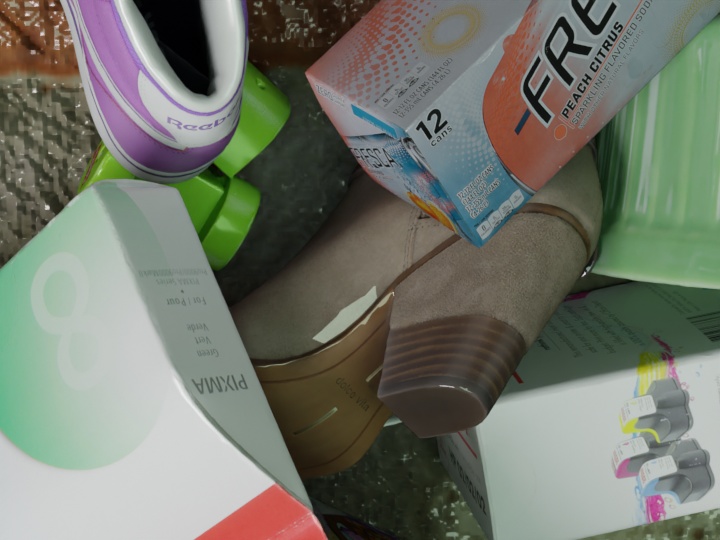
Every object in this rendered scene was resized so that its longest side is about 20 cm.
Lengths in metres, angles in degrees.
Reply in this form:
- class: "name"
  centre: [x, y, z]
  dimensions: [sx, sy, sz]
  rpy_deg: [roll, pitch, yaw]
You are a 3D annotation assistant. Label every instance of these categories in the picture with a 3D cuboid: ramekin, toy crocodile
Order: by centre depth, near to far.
- class: "ramekin"
  centre: [0.180, -0.047, 0.753]
  dimensions: [0.199, 0.200, 0.098]
  rpy_deg: [1, 95, -10]
- class: "toy crocodile"
  centre: [-0.097, 0.000, 0.788]
  dimensions: [0.067, 0.062, 0.200]
  rpy_deg: [28, 101, -15]

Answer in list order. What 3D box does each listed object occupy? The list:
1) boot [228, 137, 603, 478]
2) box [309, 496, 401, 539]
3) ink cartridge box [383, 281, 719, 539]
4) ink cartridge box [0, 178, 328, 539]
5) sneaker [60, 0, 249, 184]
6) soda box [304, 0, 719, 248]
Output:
- class: "boot"
  centre: [0.000, 0.000, 0.739]
  dimensions: [0.199, 0.147, 0.070]
  rpy_deg: [-6, 137, 30]
- class: "box"
  centre: [0.035, 0.158, 0.767]
  dimensions: [0.137, 0.200, 0.039]
  rpy_deg: [27, 95, -14]
- class: "ink cartridge box"
  centre: [0.095, 0.057, 0.799]
  dimensions: [0.199, 0.115, 0.068]
  rpy_deg: [-11, 105, -6]
- class: "ink cartridge box"
  centre: [-0.090, 0.093, 0.690]
  dimensions: [0.161, 0.050, 0.201]
  rpy_deg: [-37, 67, 36]
- class: "sneaker"
  centre: [-0.089, -0.139, 0.705]
  dimensions: [0.072, 0.114, 0.201]
  rpy_deg: [-25, 84, -15]
- class: "soda box"
  centre: [0.079, -0.105, 0.684]
  dimensions: [0.200, 0.068, 0.064]
  rpy_deg: [-45, 130, -9]
